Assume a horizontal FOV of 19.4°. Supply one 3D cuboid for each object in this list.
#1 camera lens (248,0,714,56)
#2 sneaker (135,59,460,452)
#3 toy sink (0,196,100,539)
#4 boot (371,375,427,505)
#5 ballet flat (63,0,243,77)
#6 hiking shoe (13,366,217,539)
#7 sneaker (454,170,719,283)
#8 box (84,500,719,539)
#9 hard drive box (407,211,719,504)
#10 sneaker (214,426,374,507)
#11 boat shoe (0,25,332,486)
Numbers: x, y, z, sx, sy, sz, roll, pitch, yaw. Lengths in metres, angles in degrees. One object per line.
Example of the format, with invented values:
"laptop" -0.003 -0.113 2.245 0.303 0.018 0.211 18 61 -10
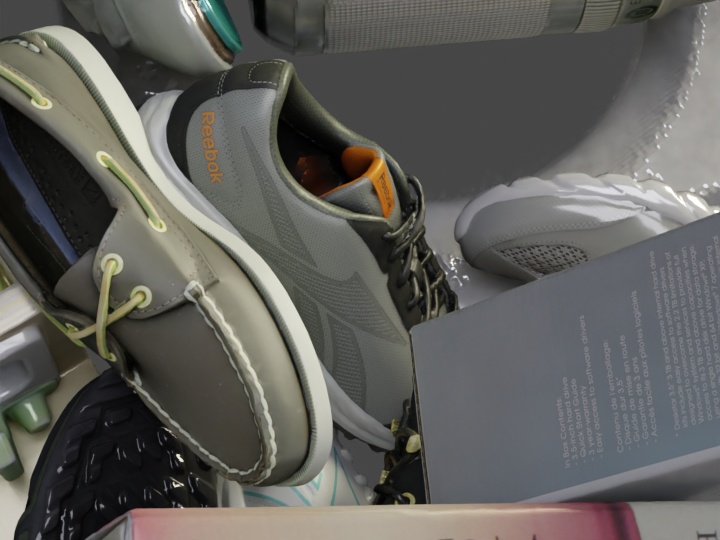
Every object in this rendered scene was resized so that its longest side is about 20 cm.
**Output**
"camera lens" 0.041 -0.172 0.842 0.199 0.160 0.161 -5 76 -4
"sneaker" 0.000 0.000 0.801 0.200 0.079 0.074 45 38 -26
"toy sink" -0.185 0.019 0.807 0.130 0.112 0.200 -30 78 -9
"boot" -0.003 0.108 0.754 0.203 0.074 0.154 16 62 -11
"ballet flat" -0.094 -0.130 0.846 0.069 0.070 0.200 -12 42 -5
"hiking shoe" -0.111 0.132 0.782 0.076 0.101 0.201 15 81 -30
"sneaker" 0.130 0.020 0.838 0.199 0.075 0.082 18 74 2
"box" 0.014 0.141 0.641 0.199 0.109 0.128 1 73 -20
"hard drive box" 0.141 0.036 0.695 0.156 0.200 0.077 10 67 -43
"sneaker" -0.032 0.089 0.827 0.080 0.070 0.201 4 70 -25
"boat shoe" -0.086 -0.002 0.735 0.060 0.072 0.202 -15 61 -49
